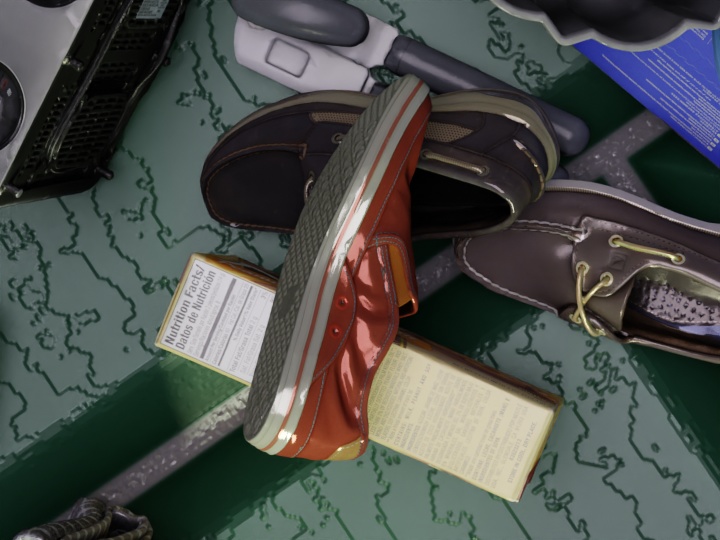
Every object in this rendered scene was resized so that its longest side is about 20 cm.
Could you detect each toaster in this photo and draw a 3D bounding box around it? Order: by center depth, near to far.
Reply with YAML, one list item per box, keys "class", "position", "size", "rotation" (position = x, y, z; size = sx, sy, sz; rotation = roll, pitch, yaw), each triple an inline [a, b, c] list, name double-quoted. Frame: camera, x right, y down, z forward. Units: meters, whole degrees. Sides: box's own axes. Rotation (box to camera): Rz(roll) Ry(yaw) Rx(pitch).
- class: "toaster"
  position: [-0.163, -0.136, 1.338]
  size: [0.118, 0.200, 0.181]
  rotation: [31, 102, 9]

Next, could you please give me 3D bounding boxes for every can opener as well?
- class: "can opener"
  position: [0.022, -0.097, 1.366]
  size: [0.199, 0.067, 0.054]
  rotation: [26, 94, 7]

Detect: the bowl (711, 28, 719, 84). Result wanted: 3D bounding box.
- class: "bowl"
  position: [0.272, -0.116, 1.269]
  size: [0.200, 0.039, 0.202]
  rotation: [2, 75, -6]

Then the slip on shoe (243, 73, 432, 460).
- class: "slip on shoe"
  position: [0.000, 0.000, 1.265]
  size: [0.061, 0.074, 0.201]
  rotation: [21, 73, -16]

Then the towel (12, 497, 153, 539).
- class: "towel"
  position: [-0.170, 0.213, 1.345]
  size: [0.085, 0.166, 0.201]
  rotation: [30, 94, 12]

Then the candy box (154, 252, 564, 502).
- class: "candy box"
  position: [0.003, 0.053, 1.345]
  size: [0.199, 0.115, 0.056]
  rotation: [23, 92, 7]

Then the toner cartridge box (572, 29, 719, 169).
- class: "toner cartridge box"
  position: [0.211, -0.091, 1.329]
  size: [0.200, 0.043, 0.095]
  rotation: [41, 138, 5]

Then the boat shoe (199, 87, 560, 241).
- class: "boat shoe"
  position: [0.001, -0.047, 1.340]
  size: [0.199, 0.073, 0.075]
  rotation: [-8, 124, 26]

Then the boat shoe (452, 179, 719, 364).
- class: "boat shoe"
  position: [0.141, 0.006, 1.344]
  size: [0.199, 0.060, 0.072]
  rotation: [13, 128, 5]

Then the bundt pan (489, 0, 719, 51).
- class: "bundt pan"
  position: [0.115, -0.206, 1.226]
  size: [0.201, 0.076, 0.203]
  rotation: [-2, 100, -13]
